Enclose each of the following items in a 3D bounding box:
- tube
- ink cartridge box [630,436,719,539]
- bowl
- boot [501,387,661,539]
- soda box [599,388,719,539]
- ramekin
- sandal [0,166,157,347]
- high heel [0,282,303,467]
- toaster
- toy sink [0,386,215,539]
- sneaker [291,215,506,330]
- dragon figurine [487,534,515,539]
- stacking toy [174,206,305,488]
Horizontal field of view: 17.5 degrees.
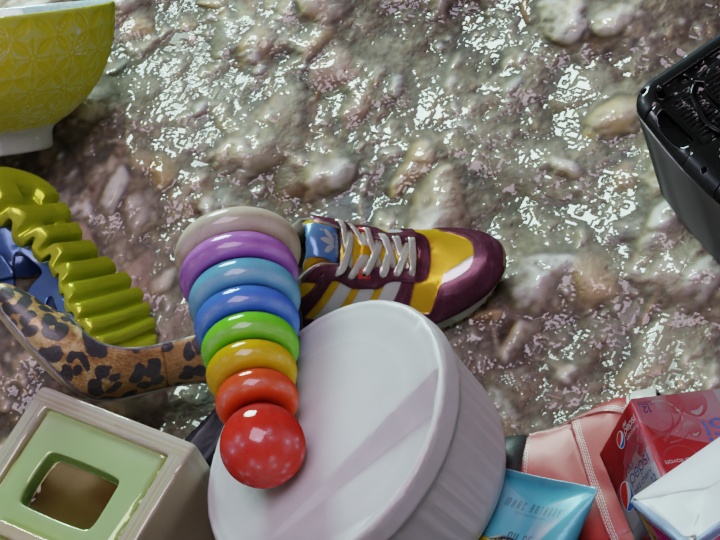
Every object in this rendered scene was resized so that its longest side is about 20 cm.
[{"bbox_3d":[0.085,0.222,1.453,0.077,0.050,0.200,12,74,33],"label":"tube"},{"bbox_3d":[0.267,0.183,1.384,0.136,0.200,0.076,-34,29,-8],"label":"ink cartridge box"},{"bbox_3d":[-0.280,-0.144,1.780,0.200,0.200,0.108,-4,100,14],"label":"bowl"},{"bbox_3d":[0.144,0.183,1.484,0.144,0.072,0.200,-19,54,13],"label":"boot"},{"bbox_3d":[0.255,0.112,1.445,0.200,0.063,0.070,-6,55,-21],"label":"soda box"},{"bbox_3d":[0.004,0.127,1.504,0.202,0.094,0.202,-29,40,28],"label":"ramekin"},{"bbox_3d":[-0.222,0.019,1.700,0.200,0.079,0.087,51,118,28],"label":"sandal"},{"bbox_3d":[-0.143,0.035,1.599,0.200,0.071,0.143,40,89,-10],"label":"high heel"},{"bbox_3d":[0.299,-0.080,1.576,0.200,0.119,0.181,-35,54,-9],"label":"toaster"},{"bbox_3d":[-0.196,0.198,1.539,0.130,0.112,0.200,19,65,27],"label":"toy sink"},{"bbox_3d":[0.000,0.000,1.627,0.200,0.090,0.075,-13,55,8],"label":"sneaker"},{"bbox_3d":[0.149,0.236,1.399,0.059,0.200,0.099,-32,22,-31],"label":"dragon figurine"},{"bbox_3d":[-0.072,0.057,1.512,0.085,0.085,0.200,-14,50,7],"label":"stacking toy"}]
